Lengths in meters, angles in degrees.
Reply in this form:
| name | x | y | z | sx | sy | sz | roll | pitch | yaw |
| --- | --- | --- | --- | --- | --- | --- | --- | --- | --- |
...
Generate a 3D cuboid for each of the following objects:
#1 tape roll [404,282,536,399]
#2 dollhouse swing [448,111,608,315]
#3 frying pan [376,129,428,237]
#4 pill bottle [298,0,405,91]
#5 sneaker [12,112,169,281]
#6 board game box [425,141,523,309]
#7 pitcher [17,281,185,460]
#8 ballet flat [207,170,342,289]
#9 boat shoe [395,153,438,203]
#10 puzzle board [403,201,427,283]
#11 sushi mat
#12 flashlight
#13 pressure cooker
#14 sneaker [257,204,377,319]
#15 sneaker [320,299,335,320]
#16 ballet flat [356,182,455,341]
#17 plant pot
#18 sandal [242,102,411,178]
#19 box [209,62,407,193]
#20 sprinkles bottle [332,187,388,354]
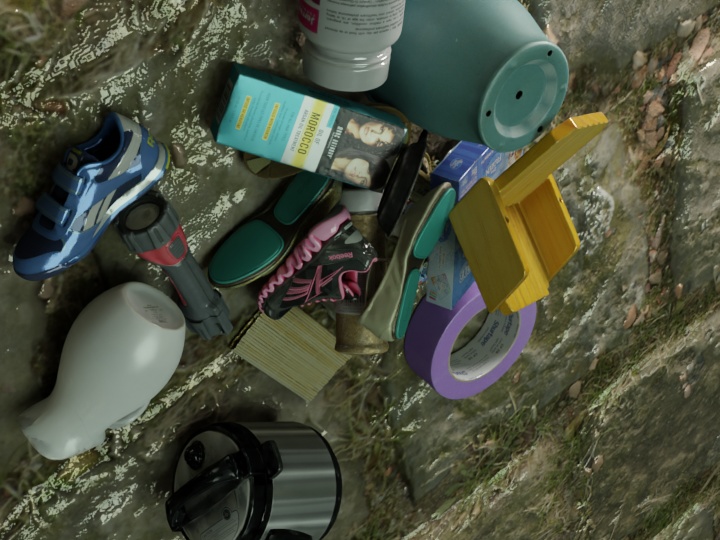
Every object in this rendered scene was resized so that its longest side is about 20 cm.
| name | x | y | z | sx | sy | sz | roll | pitch | yaw |
| --- | --- | --- | --- | --- | --- | --- | --- | --- | --- |
| tape roll | 0.160 | 0.086 | 1.838 | 0.200 | 0.066 | 0.201 | -24 | 134 | -28 |
| dollhouse swing | 0.234 | -0.070 | 1.524 | 0.175 | 0.182 | 0.200 | -24 | 177 | 29 |
| frying pan | 0.056 | -0.123 | 1.429 | 0.115 | 0.031 | 0.191 | 119 | -9 | -57 |
| pill bottle | -0.007 | -0.298 | 1.331 | 0.113 | 0.113 | 0.201 | -19 | 132 | -32 |
| sneaker | -0.286 | -0.078 | 1.281 | 0.200 | 0.074 | 0.082 | -50 | 140 | -12 |
| board game box | 0.149 | -0.085 | 1.626 | 0.200 | 0.043 | 0.200 | -47 | 148 | -43 |
| pitcher | -0.268 | 0.111 | 1.424 | 0.200 | 0.121 | 0.171 | -52 | 159 | 20 |
| ballet flat | -0.095 | -0.046 | 1.495 | 0.200 | 0.071 | 0.071 | -47 | 141 | -3 |
| boat shoe | 0.055 | -0.128 | 1.558 | 0.200 | 0.073 | 0.063 | 19 | 107 | -48 |
| puzzle board | 0.142 | -0.079 | 1.726 | 0.200 | 0.017 | 0.151 | -32 | 138 | -21 |
| sushi mat | -0.087 | 0.103 | 1.657 | 0.096 | 0.012 | 0.200 | -49 | 141 | 0 |
| flashlight | -0.208 | -0.001 | 1.416 | 0.068 | 0.068 | 0.200 | -16 | 140 | 5 |
| pressure cooker | -0.147 | 0.280 | 1.619 | 0.200 | 0.178 | 0.177 | 8 | 100 | -46 |
| sneaker | -0.049 | 0.012 | 1.502 | 0.200 | 0.095 | 0.079 | -46 | -178 | 45 |
| sneaker | -0.003 | 0.033 | 1.635 | 0.082 | 0.077 | 0.200 | -51 | 142 | -9 |
| ballet flat | 0.048 | -0.017 | 1.492 | 0.069 | 0.069 | 0.201 | 23 | 88 | -50 |
| plant pot | 0.130 | -0.234 | 1.454 | 0.200 | 0.188 | 0.201 | -25 | 135 | -28 |
| sandal | -0.040 | -0.156 | 1.453 | 0.199 | 0.054 | 0.081 | -12 | 129 | -10 |
| box | -0.056 | -0.154 | 1.384 | 0.199 | 0.049 | 0.083 | 15 | 109 | -20 |
| sprinkles bottle | 0.000 | 0.000 | 1.544 | 0.068 | 0.068 | 0.201 | -4 | 95 | -42 |
